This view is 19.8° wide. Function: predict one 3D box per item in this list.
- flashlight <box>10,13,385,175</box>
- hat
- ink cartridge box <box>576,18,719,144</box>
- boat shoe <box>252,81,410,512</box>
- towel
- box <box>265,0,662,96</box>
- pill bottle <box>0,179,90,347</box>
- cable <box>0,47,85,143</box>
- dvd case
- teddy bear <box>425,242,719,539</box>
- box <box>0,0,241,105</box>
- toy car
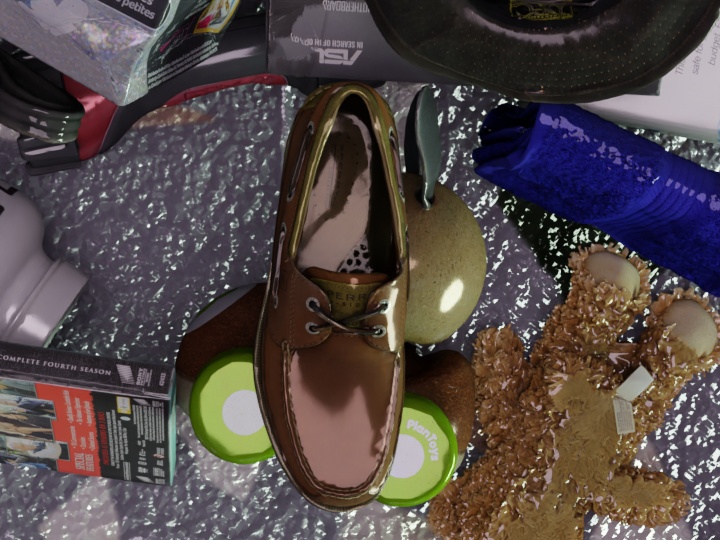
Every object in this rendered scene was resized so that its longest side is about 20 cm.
[{"bbox_3d":[-0.088,-0.101,1.107,0.200,0.068,0.068,-11,98,-7],"label":"flashlight"},{"bbox_3d":[0.085,-0.179,0.939,0.200,0.081,0.201,4,127,6],"label":"hat"},{"bbox_3d":[0.204,-0.139,1.103,0.200,0.088,0.146,10,93,-4],"label":"ink cartridge box"},{"bbox_3d":[-0.013,0.012,0.954,0.072,0.068,0.200,-2,85,-8],"label":"boat shoe"},{"bbox_3d":[0.158,-0.029,1.076,0.200,0.148,0.050,24,89,-7],"label":"towel"},{"bbox_3d":[0.055,-0.171,1.012,0.200,0.050,0.158,4,112,0],"label":"box"},{"bbox_3d":[-0.246,-0.019,1.077,0.200,0.112,0.113,34,92,-4],"label":"pill bottle"},{"bbox_3d":[-0.211,-0.105,1.061,0.200,0.097,0.050,34,105,24],"label":"cable"},{"bbox_3d":[-0.193,0.067,1.052,0.200,0.146,0.022,7,67,-1],"label":"dvd case"},{"bbox_3d":[0.119,0.083,1.134,0.145,0.067,0.200,16,87,-13],"label":"teddy bear"},{"bbox_3d":[-0.149,-0.182,0.943,0.200,0.132,0.115,29,112,6],"label":"box"},{"bbox_3d":[0.000,0.000,1.062,0.158,0.164,0.200,16,95,-4],"label":"toy car"}]
